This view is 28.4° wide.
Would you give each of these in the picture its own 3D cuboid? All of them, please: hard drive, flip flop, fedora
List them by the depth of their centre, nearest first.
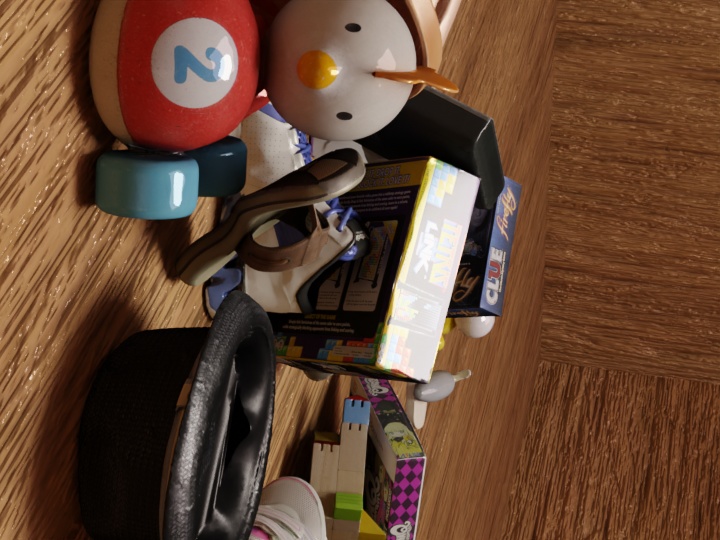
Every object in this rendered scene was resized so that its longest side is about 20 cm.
[{"bbox_3d":[-0.118,0.108,0.884,0.201,0.091,0.201,7,90,-77],"label":"fedora"},{"bbox_3d":[-0.056,-0.024,0.932,0.081,0.200,0.058,-32,90,-41],"label":"flip flop"},{"bbox_3d":[0.019,-0.125,1.128,0.033,0.200,0.140,-57,162,-11],"label":"hard drive"}]

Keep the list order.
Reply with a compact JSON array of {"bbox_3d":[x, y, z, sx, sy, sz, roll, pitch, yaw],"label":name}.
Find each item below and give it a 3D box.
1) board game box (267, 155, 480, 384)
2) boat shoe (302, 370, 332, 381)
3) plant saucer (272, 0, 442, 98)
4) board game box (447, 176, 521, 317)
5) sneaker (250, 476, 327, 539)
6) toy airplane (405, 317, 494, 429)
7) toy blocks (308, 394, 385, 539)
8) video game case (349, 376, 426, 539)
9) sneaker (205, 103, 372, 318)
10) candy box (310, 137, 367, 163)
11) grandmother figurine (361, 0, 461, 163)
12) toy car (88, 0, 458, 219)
[{"bbox_3d":[0.000,0.000,1.137,0.200,0.057,0.166,1,-108,58],"label":"board game box"},{"bbox_3d":[-0.028,0.002,1.292,0.060,0.072,0.202,118,-21,-61],"label":"boat shoe"},{"bbox_3d":[-0.022,-0.197,0.929,0.032,0.200,0.200,-46,154,-17],"label":"plant saucer"},{"bbox_3d":[0.066,-0.020,1.431,0.035,0.200,0.136,23,71,-41],"label":"board game box"},{"bbox_3d":[-0.079,0.232,1.159,0.200,0.081,0.088,-67,161,-53],"label":"sneaker"},{"bbox_3d":[0.078,0.046,1.571,0.200,0.141,0.199,91,8,-51],"label":"toy airplane"},{"bbox_3d":[-0.024,0.211,1.395,0.200,0.100,0.137,98,-2,-56],"label":"toy blocks"},{"bbox_3d":[0.018,0.227,1.467,0.181,0.036,0.200,-117,-150,-59],"label":"video game case"},{"bbox_3d":[-0.045,-0.054,1.071,0.081,0.115,0.200,-13,109,-78],"label":"sneaker"},{"bbox_3d":[0.015,-0.205,1.358,0.200,0.071,0.168,-48,143,-68],"label":"candy box"},{"bbox_3d":[0.046,-0.176,1.241,0.121,0.060,0.200,27,74,-54],"label":"grandmother figurine"},{"bbox_3d":[-0.042,-0.125,0.848,0.177,0.200,0.185,-39,135,-72],"label":"toy car"}]
